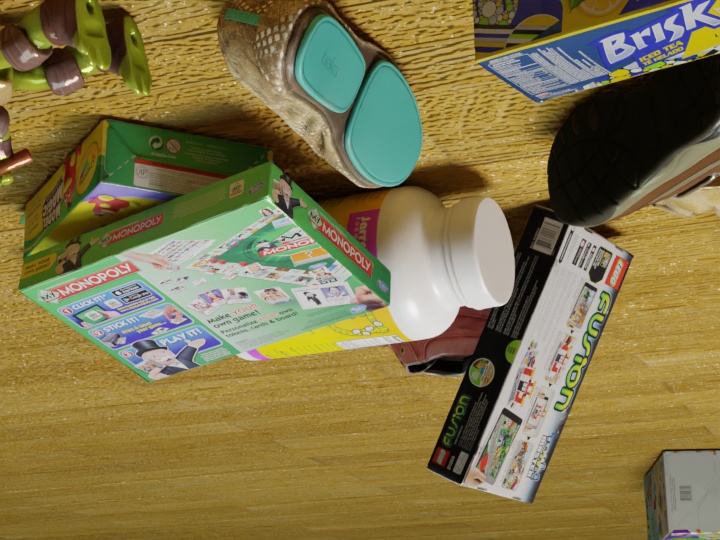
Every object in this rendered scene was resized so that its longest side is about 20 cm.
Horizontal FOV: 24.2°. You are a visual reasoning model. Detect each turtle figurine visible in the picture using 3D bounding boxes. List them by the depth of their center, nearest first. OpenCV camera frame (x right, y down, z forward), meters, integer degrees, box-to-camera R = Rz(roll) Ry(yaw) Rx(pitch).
[{"bbox_3d":[-0.195,-0.098,0.881,0.160,0.065,0.200,-13,152,15],"label":"turtle figurine"}]

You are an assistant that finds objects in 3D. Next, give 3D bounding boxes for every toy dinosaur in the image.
[{"bbox_3d":[0.227,-0.051,1.034,0.199,0.059,0.101,-5,176,45],"label":"toy dinosaur"}]

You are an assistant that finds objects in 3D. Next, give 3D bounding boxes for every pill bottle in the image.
[{"bbox_3d":[0.000,0.000,1.145,0.199,0.105,0.104,-9,161,25],"label":"pill bottle"}]

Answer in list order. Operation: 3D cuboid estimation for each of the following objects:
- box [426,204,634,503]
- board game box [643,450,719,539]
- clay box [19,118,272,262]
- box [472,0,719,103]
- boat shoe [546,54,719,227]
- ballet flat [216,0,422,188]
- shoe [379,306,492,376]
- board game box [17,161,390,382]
[{"bbox_3d":[0.124,0.064,1.207,0.035,0.201,0.110,22,179,35],"label":"box"},{"bbox_3d":[0.430,0.300,2.160,0.102,0.106,0.200,-2,164,2],"label":"board game box"},{"bbox_3d":[-0.149,-0.037,1.112,0.114,0.048,0.200,9,160,-25],"label":"clay box"},{"bbox_3d":[0.149,-0.138,0.749,0.199,0.071,0.064,-12,161,33],"label":"box"},{"bbox_3d":[0.182,-0.073,0.966,0.073,0.076,0.200,4,164,-26],"label":"boat shoe"},{"bbox_3d":[-0.022,-0.102,0.908,0.065,0.071,0.200,22,170,23],"label":"ballet flat"},{"bbox_3d":[0.025,0.034,1.269,0.199,0.092,0.071,-8,163,35],"label":"shoe"},{"bbox_3d":[-0.099,0.007,1.068,0.199,0.029,0.135,-18,140,28],"label":"board game box"}]
